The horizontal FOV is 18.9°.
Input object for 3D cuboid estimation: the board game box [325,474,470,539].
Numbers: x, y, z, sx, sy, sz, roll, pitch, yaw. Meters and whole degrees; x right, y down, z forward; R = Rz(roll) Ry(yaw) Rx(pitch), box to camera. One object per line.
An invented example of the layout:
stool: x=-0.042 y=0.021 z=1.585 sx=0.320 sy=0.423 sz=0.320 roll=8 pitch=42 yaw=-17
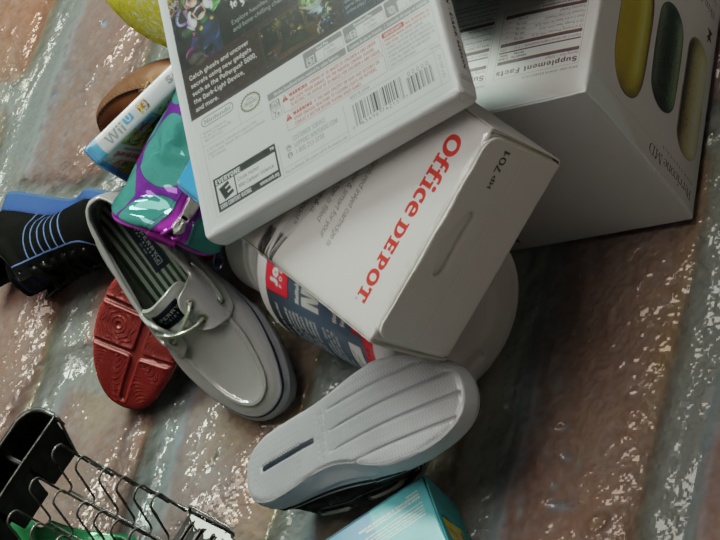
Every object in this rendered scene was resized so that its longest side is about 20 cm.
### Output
board game box: x=0.017 y=0.246 z=1.315 sx=0.150 sy=0.047 sz=0.201 roll=-34 pitch=44 yaw=12

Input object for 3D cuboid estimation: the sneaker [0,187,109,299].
sneaker: x=-0.228 y=-0.016 z=1.698 sx=0.199 sy=0.070 sz=0.078 roll=1 pitch=62 yaw=48

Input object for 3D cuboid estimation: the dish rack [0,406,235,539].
dish rack: x=-0.187 y=0.195 z=1.455 sx=0.199 sy=0.055 sz=0.154 roll=22 pitch=71 yaw=34

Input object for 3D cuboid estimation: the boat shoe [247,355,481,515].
boat shoe: x=0.013 y=0.106 z=1.384 sx=0.199 sy=0.071 sz=0.073 roll=-25 pitch=59 yaw=42

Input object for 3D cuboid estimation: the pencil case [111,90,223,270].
pencil case: x=-0.087 y=-0.105 z=1.454 sx=0.201 sy=0.085 sz=0.093 roll=-60 pitch=19 yaw=15

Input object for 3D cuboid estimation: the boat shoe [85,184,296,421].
boat shoe: x=-0.127 y=0.027 z=1.513 sx=0.200 sy=0.067 sz=0.074 roll=48 pitch=110 yaw=13

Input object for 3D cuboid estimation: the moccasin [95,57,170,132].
moccasin: x=-0.124 y=-0.120 z=1.694 sx=0.200 sy=0.074 sz=0.078 roll=1 pitch=51 yaw=28

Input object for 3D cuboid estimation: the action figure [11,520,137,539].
action figure: x=-0.216 y=0.219 z=1.518 sx=0.198 sy=0.055 sz=0.119 roll=-6 pitch=54 yaw=27

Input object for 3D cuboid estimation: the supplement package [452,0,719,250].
supplement package: x=0.135 y=-0.144 z=1.438 sx=0.150 sy=0.152 sz=0.201 roll=-10 pitch=54 yaw=35

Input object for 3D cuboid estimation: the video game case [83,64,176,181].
video game case: x=-0.112 y=-0.144 z=1.575 sx=0.200 sy=0.143 sz=0.018 roll=-44 pitch=86 yaw=0

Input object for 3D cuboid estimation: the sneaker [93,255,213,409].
sneaker: x=-0.129 y=0.002 z=1.611 sx=0.078 sy=0.115 sz=0.202 roll=22 pitch=103 yaw=20

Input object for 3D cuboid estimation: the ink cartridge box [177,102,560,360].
ink cartridge box: x=0.002 y=-0.060 z=1.333 sx=0.200 sy=0.086 sz=0.147 roll=38 pitch=101 yaw=36

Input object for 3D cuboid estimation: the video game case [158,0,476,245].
video game case: x=-0.031 y=-0.137 z=1.312 sx=0.199 sy=0.023 sz=0.183 roll=-28 pitch=62 yaw=30

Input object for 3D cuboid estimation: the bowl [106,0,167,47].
bowl: x=-0.112 y=-0.233 z=1.669 sx=0.199 sy=0.200 sz=0.108 roll=-30 pitch=46 yaw=17

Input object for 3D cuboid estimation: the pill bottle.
pill bottle: x=0.000 y=0.000 z=1.463 sx=0.199 sy=0.120 sz=0.120 roll=25 pitch=76 yaw=46
